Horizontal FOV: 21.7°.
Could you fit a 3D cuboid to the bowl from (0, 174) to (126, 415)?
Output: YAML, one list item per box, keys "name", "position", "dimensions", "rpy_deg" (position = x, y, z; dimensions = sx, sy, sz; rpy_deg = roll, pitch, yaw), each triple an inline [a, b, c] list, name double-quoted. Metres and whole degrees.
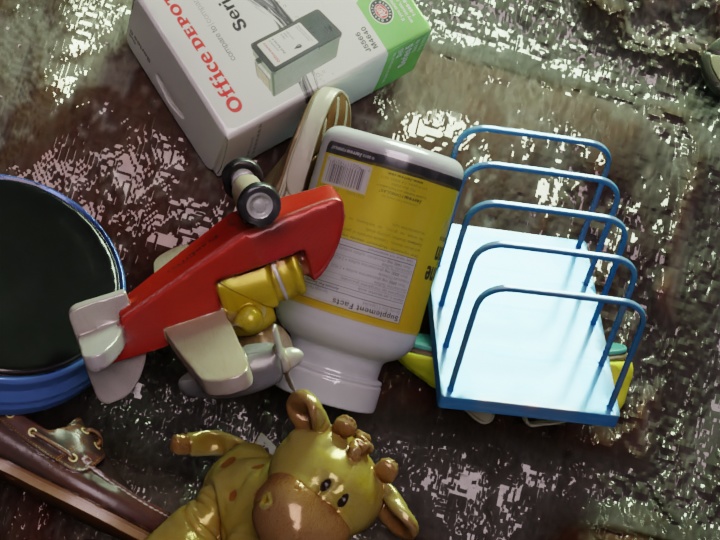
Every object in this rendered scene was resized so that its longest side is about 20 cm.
- name: "bowl"
  position: [-0.269, 0.011, 1.397]
  dimensions: [0.199, 0.039, 0.202]
  rpy_deg: [12, 51, -15]

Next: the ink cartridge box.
- name: "ink cartridge box"
  position: [-0.068, -0.192, 1.516]
  dimensions: [0.199, 0.084, 0.146]
  rpy_deg: [-30, 80, -19]

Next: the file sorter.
- name: "file sorter"
  position: [0.132, -0.001, 1.430]
  dimensions: [0.138, 0.123, 0.201]
  rpy_deg: [7, 40, -10]

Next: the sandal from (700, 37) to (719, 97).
- name: "sandal"
  position: [0.377, -0.162, 1.616]
  dimensions: [0.200, 0.057, 0.080]
  rpy_deg: [-3, 66, -28]

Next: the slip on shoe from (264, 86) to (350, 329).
- name: "slip on shoe"
  position: [-0.063, -0.050, 1.461]
  dimensions: [0.060, 0.076, 0.201]
  rpy_deg: [17, 93, 21]

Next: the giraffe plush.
- name: "giraffe plush"
  position: [-0.047, 0.176, 1.332]
  dimensions: [0.172, 0.162, 0.201]
  rpy_deg: [28, 52, -27]

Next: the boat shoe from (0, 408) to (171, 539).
- name: "boat shoe"
  position: [-0.224, 0.138, 1.380]
  dimensions: [0.199, 0.070, 0.071]
  rpy_deg: [27, 73, -1]

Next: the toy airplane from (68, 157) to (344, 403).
- name: "toy airplane"
  position: [-0.107, 0.033, 1.334]
  dimensions: [0.141, 0.198, 0.200]
  rpy_deg: [51, 45, -25]

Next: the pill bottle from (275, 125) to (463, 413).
- name: "pill bottle"
  position: [0.000, 0.000, 1.415]
  dimensions: [0.111, 0.112, 0.201]
  rpy_deg: [16, 93, -6]

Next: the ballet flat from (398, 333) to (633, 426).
- name: "ballet flat"
  position: [0.119, 0.088, 1.476]
  dimensions: [0.199, 0.067, 0.068]
  rpy_deg: [3, 100, -12]
